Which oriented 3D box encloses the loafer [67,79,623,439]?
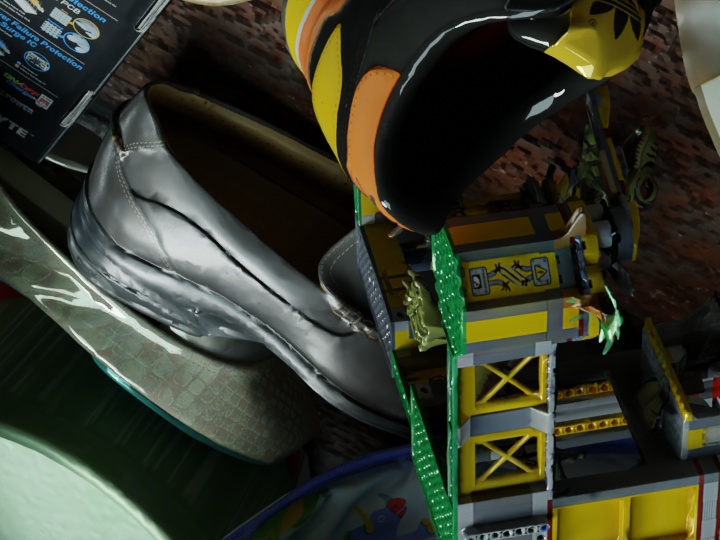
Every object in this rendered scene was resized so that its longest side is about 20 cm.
[{"bbox_3d":[0.000,0.000,0.968,0.199,0.073,0.072,20,138,-2],"label":"loafer"}]

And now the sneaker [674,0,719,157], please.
[{"bbox_3d":[0.158,-0.034,0.823,0.089,0.067,0.201,-1,139,27],"label":"sneaker"}]

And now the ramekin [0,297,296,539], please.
[{"bbox_3d":[-0.118,0.107,1.118,0.199,0.098,0.201,13,127,18],"label":"ramekin"}]

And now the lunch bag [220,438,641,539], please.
[{"bbox_3d":[0.004,0.137,0.962,0.199,0.128,0.170,5,146,-29],"label":"lunch bag"}]

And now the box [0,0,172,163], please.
[{"bbox_3d":[-0.148,-0.135,0.914,0.199,0.046,0.159,34,146,-9],"label":"box"}]

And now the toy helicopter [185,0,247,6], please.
[{"bbox_3d":[-0.002,-0.137,0.776,0.200,0.079,0.133,-36,95,38],"label":"toy helicopter"}]

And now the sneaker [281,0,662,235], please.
[{"bbox_3d":[0.064,-0.090,0.721,0.070,0.090,0.200,27,119,-36],"label":"sneaker"}]

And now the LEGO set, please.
[{"bbox_3d":[0.067,-0.008,0.840,0.115,0.200,0.155,-8,121,-8],"label":"LEGO set"}]

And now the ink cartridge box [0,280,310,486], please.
[{"bbox_3d":[-0.099,0.083,1.173,0.160,0.050,0.201,17,147,15],"label":"ink cartridge box"}]

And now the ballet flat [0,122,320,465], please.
[{"bbox_3d":[-0.084,-0.002,1.036,0.199,0.068,0.062,35,123,-14],"label":"ballet flat"}]
